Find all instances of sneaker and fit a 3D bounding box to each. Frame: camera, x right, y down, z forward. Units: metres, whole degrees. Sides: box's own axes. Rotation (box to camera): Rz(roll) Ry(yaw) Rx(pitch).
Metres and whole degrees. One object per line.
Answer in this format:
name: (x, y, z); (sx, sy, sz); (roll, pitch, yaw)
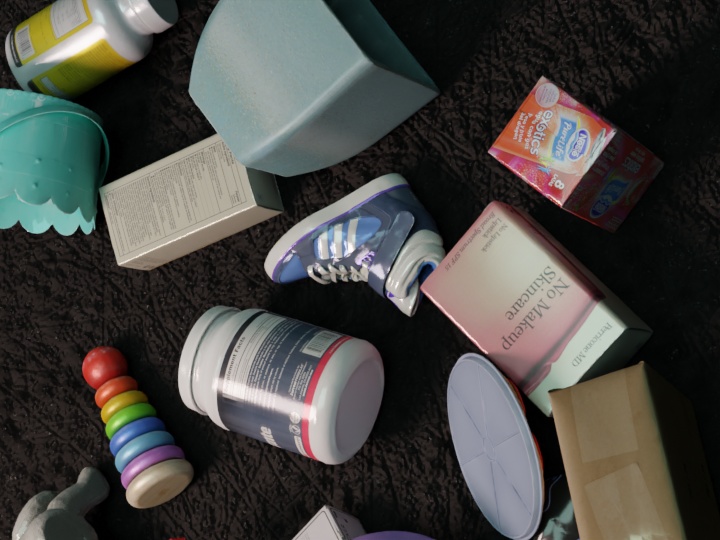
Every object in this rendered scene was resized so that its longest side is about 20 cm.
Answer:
sneaker: (0.213, 0.310, 1.637); (0.077, 0.070, 0.202); (-1, 81, 32)
sneaker: (0.000, 0.000, 1.777); (0.199, 0.081, 0.147); (-33, 69, 13)

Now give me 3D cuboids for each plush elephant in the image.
plush elephant: (-0.371, 0.356, 1.885); (0.155, 0.200, 0.165); (-43, 76, 35)

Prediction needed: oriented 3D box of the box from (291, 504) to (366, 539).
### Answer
box: (-0.063, 0.371, 1.762); (0.200, 0.060, 0.117); (-49, 42, 13)

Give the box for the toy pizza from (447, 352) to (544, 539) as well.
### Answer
toy pizza: (0.146, 0.181, 1.660); (0.032, 0.200, 0.201); (-15, 75, -19)

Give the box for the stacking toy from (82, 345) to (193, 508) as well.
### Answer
stacking toy: (-0.275, 0.178, 1.898); (0.085, 0.085, 0.201); (-39, 65, 17)

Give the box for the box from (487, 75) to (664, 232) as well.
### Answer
box: (0.222, -0.114, 1.618); (0.100, 0.200, 0.096); (39, 100, 23)

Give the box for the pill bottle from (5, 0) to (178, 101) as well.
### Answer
pill bottle: (-0.323, -0.287, 1.938); (0.199, 0.112, 0.113); (-26, 75, 21)

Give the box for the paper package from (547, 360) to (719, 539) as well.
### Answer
paper package: (0.275, 0.213, 1.555); (0.103, 0.190, 0.201); (-20, 64, 20)

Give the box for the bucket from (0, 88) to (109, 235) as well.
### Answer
bucket: (-0.403, -0.129, 1.918); (0.206, 0.207, 0.136); (2, 80, 25)

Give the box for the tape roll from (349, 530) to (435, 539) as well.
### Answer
tape roll: (0.029, 0.373, 1.672); (0.199, 0.066, 0.201); (-4, 116, -7)

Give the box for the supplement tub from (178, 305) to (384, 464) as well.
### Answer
supplement tub: (-0.087, 0.123, 1.775); (0.199, 0.140, 0.141); (15, 92, 26)

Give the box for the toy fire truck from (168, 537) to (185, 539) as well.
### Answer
toy fire truck: (-0.241, 0.377, 1.823); (0.200, 0.141, 0.049); (-40, 70, 16)

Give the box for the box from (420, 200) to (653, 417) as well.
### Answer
box: (0.184, 0.042, 1.672); (0.200, 0.109, 0.128); (45, 103, 22)

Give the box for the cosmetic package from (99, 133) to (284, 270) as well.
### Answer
cosmetic package: (-0.200, -0.083, 1.884); (0.199, 0.073, 0.104); (-21, 76, 22)

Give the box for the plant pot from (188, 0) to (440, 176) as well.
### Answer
plant pot: (-0.071, -0.215, 1.768); (0.200, 0.196, 0.197); (-43, 70, 16)
